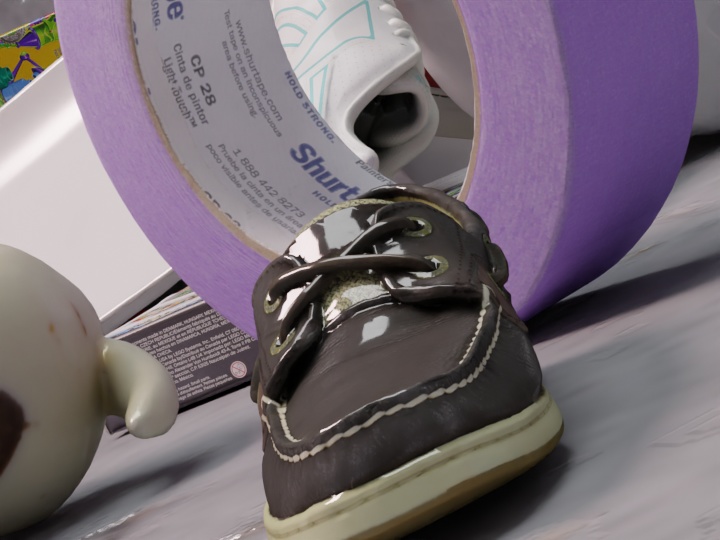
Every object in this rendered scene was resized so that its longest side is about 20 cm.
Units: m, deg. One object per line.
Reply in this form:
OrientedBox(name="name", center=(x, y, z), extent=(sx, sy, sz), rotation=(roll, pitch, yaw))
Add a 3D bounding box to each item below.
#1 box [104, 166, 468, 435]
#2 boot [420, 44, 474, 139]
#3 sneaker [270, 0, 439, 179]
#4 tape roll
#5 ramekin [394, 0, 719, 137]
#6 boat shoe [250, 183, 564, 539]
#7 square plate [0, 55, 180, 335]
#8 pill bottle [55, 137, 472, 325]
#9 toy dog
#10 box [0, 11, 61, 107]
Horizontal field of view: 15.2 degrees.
OrientedBox(name="box", center=(0.000, 0.000, 1.017), extent=(0.200, 0.035, 0.110), rotation=(-22, 5, 26))
OrientedBox(name="boot", center=(0.042, -0.129, 1.147), extent=(0.200, 0.144, 0.072), rotation=(3, 12, -33))
OrientedBox(name="sneaker", center=(-0.005, -0.071, 1.010), extent=(0.080, 0.070, 0.200), rotation=(-9, 40, 23))
OrientedBox(name="tape roll", center=(0.000, -0.071, 0.803), extent=(0.200, 0.200, 0.066), rotation=(-20, 8, 46))
OrientedBox(name="ramekin", center=(0.116, -0.146, 1.095), extent=(0.200, 0.201, 0.098), rotation=(-27, 15, -25))
OrientedBox(name="boat shoe", center=(0.004, 0.017, 0.624), extent=(0.072, 0.066, 0.201), rotation=(-23, 5, 7))
OrientedBox(name="square plate", center=(-0.143, -0.016, 1.230), extent=(0.198, 0.028, 0.200), rotation=(-37, 37, 17))
OrientedBox(name="pill bottle", center=(-0.046, -0.047, 1.275), extent=(0.200, 0.116, 0.116), rotation=(-21, 6, 36))
OrientedBox(name="toy dog", center=(-0.173, 0.059, 0.815), extent=(0.194, 0.140, 0.200), rotation=(17, 20, 20))
OrientedBox(name="box", center=(-0.162, -0.102, 1.959), extent=(0.193, 0.200, 0.122), rotation=(-25, 4, -18))
